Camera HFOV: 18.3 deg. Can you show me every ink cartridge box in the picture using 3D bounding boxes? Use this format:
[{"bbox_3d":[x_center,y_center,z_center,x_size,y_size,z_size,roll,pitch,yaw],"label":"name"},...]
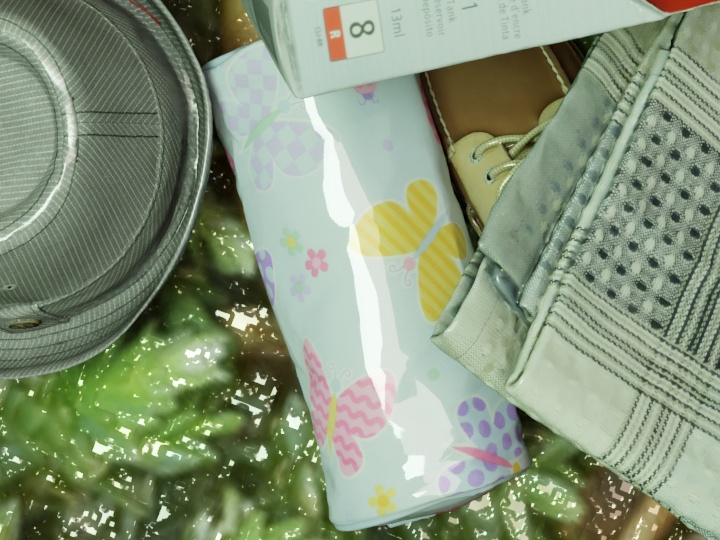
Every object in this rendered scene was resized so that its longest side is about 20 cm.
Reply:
[{"bbox_3d":[0.055,-0.124,0.812,0.199,0.162,0.050,-16,113,-5],"label":"ink cartridge box"}]

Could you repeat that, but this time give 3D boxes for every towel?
[{"bbox_3d":[0.144,0.003,0.832,0.200,0.035,0.193,34,68,-11],"label":"towel"}]

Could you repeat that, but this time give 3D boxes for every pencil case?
[{"bbox_3d":[0.000,0.000,0.866,0.083,0.091,0.201,-15,86,-35],"label":"pencil case"}]

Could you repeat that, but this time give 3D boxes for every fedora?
[{"bbox_3d":[-0.157,-0.045,0.846,0.199,0.090,0.178,1,91,23],"label":"fedora"}]

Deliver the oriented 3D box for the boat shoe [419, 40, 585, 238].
[{"bbox_3d":[0.077,-0.029,0.870,0.075,0.074,0.201,-28,87,2],"label":"boat shoe"}]
